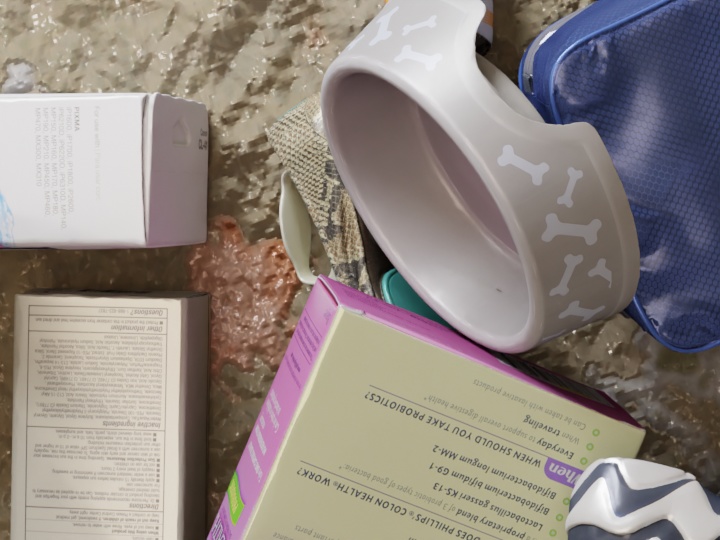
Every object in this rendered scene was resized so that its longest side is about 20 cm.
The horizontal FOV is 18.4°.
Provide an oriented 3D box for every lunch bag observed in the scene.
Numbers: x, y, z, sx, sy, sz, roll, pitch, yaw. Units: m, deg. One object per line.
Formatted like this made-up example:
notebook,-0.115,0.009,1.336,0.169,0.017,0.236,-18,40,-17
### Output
lunch bag,0.167,-0.068,1.181,0.135,0.132,0.201,-23,97,-2

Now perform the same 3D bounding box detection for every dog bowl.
dog bowl,0.054,-0.046,1.135,0.059,0.200,0.201,-35,86,-19

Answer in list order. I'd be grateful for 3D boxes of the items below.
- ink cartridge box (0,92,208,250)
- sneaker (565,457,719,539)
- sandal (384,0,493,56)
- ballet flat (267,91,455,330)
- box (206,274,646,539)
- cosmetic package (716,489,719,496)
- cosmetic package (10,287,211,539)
ink cartridge box,-0.195,-0.054,1.230,0.198,0.148,0.086,2,92,9
sneaker,0.190,0.175,1.074,0.198,0.080,0.130,15,67,-2
sandal,0.040,-0.180,1.225,0.059,0.079,0.208,-14,88,11
ballet flat,0.000,0.000,1.249,0.075,0.068,0.201,-22,89,29
box,0.024,0.132,1.168,0.175,0.097,0.201,22,95,-11
cosmetic package,0.179,0.202,1.159,0.074,0.102,0.201,28,59,7
cosmetic package,-0.141,0.112,1.265,0.103,0.073,0.202,2,92,8
